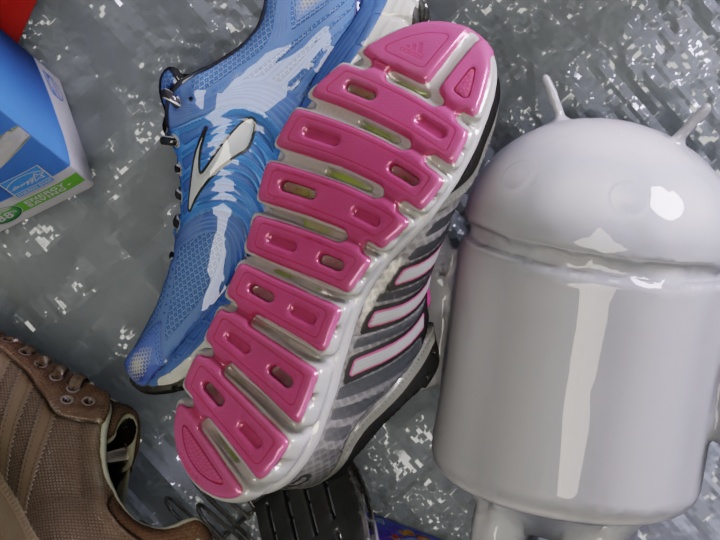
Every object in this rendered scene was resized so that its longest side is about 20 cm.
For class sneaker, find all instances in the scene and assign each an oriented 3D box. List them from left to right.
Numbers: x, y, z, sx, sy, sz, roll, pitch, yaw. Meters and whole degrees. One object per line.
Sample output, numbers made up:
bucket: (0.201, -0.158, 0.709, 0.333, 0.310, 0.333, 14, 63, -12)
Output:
sneaker: (-0.132, 0.070, 0.838, 0.075, 0.071, 0.200, -31, 59, -10)
sneaker: (-0.050, -0.041, 0.843, 0.089, 0.079, 0.201, 29, 94, 11)
sneaker: (0.000, 0.000, 0.783, 0.073, 0.087, 0.201, 25, 89, 28)

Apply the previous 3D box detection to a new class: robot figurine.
robot figurine: (0.091, 0.026, 0.814, 0.168, 0.113, 0.202, 11, 100, 11)

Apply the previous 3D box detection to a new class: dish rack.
dish rack: (-0.079, 0.150, 0.833, 0.200, 0.154, 0.055, -42, 115, 9)

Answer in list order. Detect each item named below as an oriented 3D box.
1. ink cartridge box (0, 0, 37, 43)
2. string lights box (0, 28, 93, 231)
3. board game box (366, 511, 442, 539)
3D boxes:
ink cartridge box: (-0.168, -0.193, 0.774, 0.175, 0.045, 0.201, 19, 106, -31)
string lights box: (-0.193, -0.067, 0.778, 0.102, 0.200, 0.059, -26, 69, 8)
board game box: (0.069, 0.206, 0.880, 0.198, 0.045, 0.136, 21, 100, 1)
